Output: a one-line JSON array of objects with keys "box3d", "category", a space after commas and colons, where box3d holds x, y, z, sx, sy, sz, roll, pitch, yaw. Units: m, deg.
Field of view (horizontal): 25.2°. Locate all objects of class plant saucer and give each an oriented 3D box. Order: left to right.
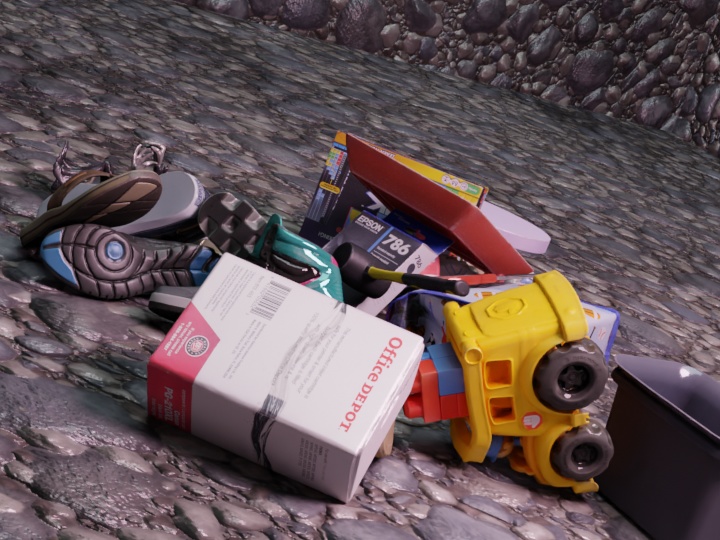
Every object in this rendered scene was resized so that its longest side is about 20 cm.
[{"box3d": [0.084, -0.064, 1.843, 0.200, 0.037, 0.200, 31, -5, 32], "category": "plant saucer"}]

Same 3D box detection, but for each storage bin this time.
[{"box3d": [0.321, 0.187, 1.562, 0.145, 0.135, 0.200, 9, 19, -33], "category": "storage bin"}]

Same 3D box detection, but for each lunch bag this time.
[{"box3d": [0.149, 0.074, 1.761, 0.200, 0.124, 0.170, 23, 17, 36], "category": "lunch bag"}]

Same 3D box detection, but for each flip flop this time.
[{"box3d": [-0.285, -0.071, 1.672, 0.081, 0.058, 0.200, 7, -20, -43], "category": "flip flop"}]

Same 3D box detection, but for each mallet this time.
[{"box3d": [0.050, 0.013, 1.630, 0.066, 0.041, 0.200, 36, -14, -39], "category": "mallet"}]

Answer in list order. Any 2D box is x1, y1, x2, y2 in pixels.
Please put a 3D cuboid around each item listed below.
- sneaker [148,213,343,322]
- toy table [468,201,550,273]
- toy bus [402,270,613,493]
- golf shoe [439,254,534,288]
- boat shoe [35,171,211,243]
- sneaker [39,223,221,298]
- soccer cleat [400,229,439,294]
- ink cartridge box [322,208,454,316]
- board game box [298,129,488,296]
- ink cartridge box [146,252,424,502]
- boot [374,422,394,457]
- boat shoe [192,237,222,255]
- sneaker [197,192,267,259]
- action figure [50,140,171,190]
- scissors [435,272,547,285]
[{"box3d": [-0.109, 0.002, 1.633, 0.199, 0.121, 0.084, 7, -14, 4], "category": "sneaker"}, {"box3d": [0.136, -0.028, 2.116, 0.200, 0.117, 0.184, 26, 16, 20], "category": "toy table"}, {"box3d": [0.134, 0.122, 1.545, 0.191, 0.200, 0.136, -13, 27, -6], "category": "toy bus"}, {"box3d": [0.113, 0.035, 1.925, 0.199, 0.098, 0.078, 8, -15, 7], "category": "golf shoe"}, {"box3d": [-0.251, -0.054, 1.775, 0.200, 0.071, 0.091, -8, -21, 18], "category": "boat shoe"}, {"box3d": [-0.247, -0.003, 1.691, 0.200, 0.073, 0.082, 11, -5, -32], "category": "sneaker"}, {"box3d": [0.023, -0.007, 1.885, 0.068, 0.073, 0.200, 4, -4, -36], "category": "soccer cleat"}, {"box3d": [0.000, 0.000, 1.763, 0.099, 0.039, 0.200, 30, 62, 37], "category": "ink cartridge box"}, {"box3d": [0.037, -0.063, 2.013, 0.200, 0.166, 0.057, 22, 5, 11], "category": "board game box"}, {"box3d": [-0.065, 0.092, 1.405, 0.200, 0.084, 0.145, 23, 51, 12], "category": "ink cartridge box"}, {"box3d": [-0.049, 0.117, 1.529, 0.166, 0.073, 0.200, 6, 18, -2], "category": "boot"}, {"box3d": [-0.098, 0.012, 1.817, 0.199, 0.072, 0.062, 16, 40, 0], "category": "boat shoe"}, {"box3d": [-0.087, 0.001, 1.721, 0.200, 0.074, 0.089, 47, -7, 18], "category": "sneaker"}, {"box3d": [-0.265, -0.106, 1.931, 0.199, 0.102, 0.119, 16, 4, -7], "category": "action figure"}, {"box3d": [0.150, 0.010, 1.795, 0.199, 0.014, 0.073, -1, -2, -27], "category": "scissors"}]
